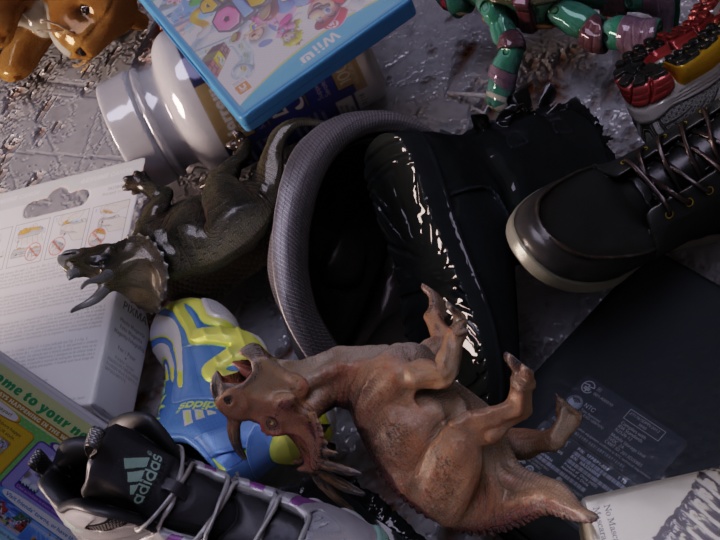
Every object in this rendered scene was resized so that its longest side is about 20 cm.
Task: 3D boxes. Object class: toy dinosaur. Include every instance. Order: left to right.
[{"bbox_3d":[-0.102,-0.032,0.904,0.198,0.077,0.103,-22,49,0],"label":"toy dinosaur"},{"bbox_3d":[0.031,0.091,0.709,0.200,0.086,0.136,39,91,20],"label":"toy dinosaur"}]

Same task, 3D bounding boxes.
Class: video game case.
[{"bbox_3d":[-0.231,0.140,0.806,0.199,0.022,0.182,32,49,9],"label":"video game case"},{"bbox_3d":[-0.070,-0.197,0.958,0.143,0.018,0.200,-35,52,-6],"label":"video game case"}]

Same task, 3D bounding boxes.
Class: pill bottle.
[{"bbox_3d":[-0.091,-0.143,1.017,0.198,0.120,0.120,-27,48,2],"label":"pill bottle"}]

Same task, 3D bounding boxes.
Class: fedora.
[{"bbox_3d":[0.000,0.000,0.864,0.090,0.175,0.202,-18,67,52],"label":"fedora"}]

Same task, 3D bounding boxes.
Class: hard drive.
[{"bbox_3d":[0.161,0.090,0.784,0.200,0.033,0.139,-45,50,-14],"label":"hard drive"}]

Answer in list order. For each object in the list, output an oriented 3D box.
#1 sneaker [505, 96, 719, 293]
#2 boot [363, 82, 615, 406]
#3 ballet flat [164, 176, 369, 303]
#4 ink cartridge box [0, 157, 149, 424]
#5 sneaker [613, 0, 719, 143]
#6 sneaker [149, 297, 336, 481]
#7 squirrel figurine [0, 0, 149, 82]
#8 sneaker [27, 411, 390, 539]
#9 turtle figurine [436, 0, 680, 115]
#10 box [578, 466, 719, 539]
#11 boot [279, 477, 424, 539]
[{"bbox_3d":[0.176,-0.057,0.784,0.199,0.106,0.075,-18,65,-37],"label":"sneaker"},{"bbox_3d":[0.098,-0.012,0.836,0.161,0.073,0.200,-11,80,-35],"label":"boot"},{"bbox_3d":[-0.048,-0.022,0.955,0.198,0.067,0.047,-25,89,0],"label":"ballet flat"},{"bbox_3d":[-0.224,0.028,0.970,0.161,0.057,0.202,-10,51,26],"label":"ink cartridge box"},{"bbox_3d":[0.251,-0.139,0.907,0.199,0.083,0.078,-33,25,-24],"label":"sneaker"},{"bbox_3d":[-0.106,0.080,0.849,0.105,0.076,0.199,-32,29,-25],"label":"sneaker"},{"bbox_3d":[-0.275,-0.264,1.186,0.185,0.142,0.202,7,59,20],"label":"squirrel figurine"},{"bbox_3d":[-0.091,0.122,0.695,0.198,0.140,0.078,-4,48,30],"label":"sneaker"},{"bbox_3d":[0.125,-0.185,0.978,0.198,0.101,0.151,10,58,23],"label":"turtle figurine"},{"bbox_3d":[0.215,0.138,0.675,0.198,0.069,0.083,-15,61,2],"label":"box"},{"bbox_3d":[-0.008,0.214,0.729,0.197,0.074,0.163,27,64,38],"label":"boot"}]
